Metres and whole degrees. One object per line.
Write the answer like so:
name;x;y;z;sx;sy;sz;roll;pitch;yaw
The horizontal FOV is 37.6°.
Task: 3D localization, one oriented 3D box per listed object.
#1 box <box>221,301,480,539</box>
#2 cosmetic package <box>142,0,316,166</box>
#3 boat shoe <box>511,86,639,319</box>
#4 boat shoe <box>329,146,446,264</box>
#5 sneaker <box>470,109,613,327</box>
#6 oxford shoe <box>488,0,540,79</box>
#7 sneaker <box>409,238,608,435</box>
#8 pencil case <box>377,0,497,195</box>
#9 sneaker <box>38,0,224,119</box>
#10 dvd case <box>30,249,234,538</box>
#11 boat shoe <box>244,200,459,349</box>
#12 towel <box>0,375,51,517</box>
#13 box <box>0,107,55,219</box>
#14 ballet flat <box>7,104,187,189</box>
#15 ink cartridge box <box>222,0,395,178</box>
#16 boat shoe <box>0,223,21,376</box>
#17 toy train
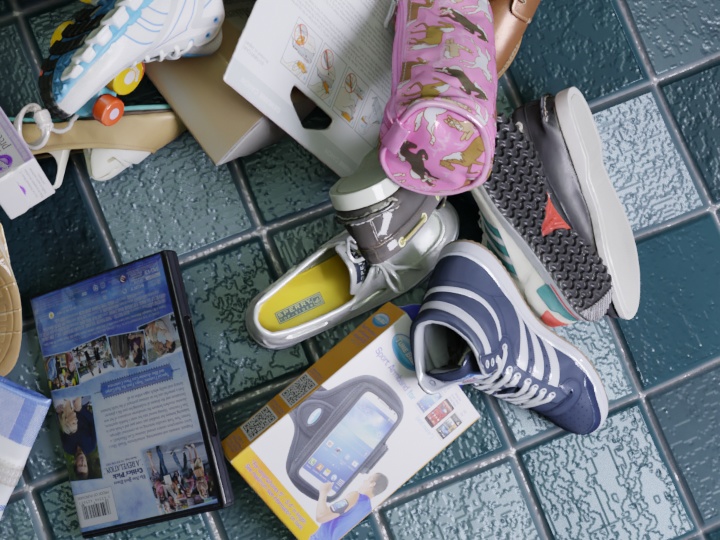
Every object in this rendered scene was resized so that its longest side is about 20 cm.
box;0.003;0.119;0.838;0.200;0.041;0.119;-39;114;-6
cosmetic package;-0.128;-0.191;0.852;0.071;0.105;0.200;-40;88;34
boat shoe;0.181;-0.051;0.889;0.060;0.074;0.200;-14;103;32
boat shoe;0.035;-0.066;0.834;0.072;0.201;0.061;-12;107;28
sneaker;0.116;-0.035;0.858;0.070;0.093;0.200;-40;99;-35
oxford shoe;0.124;-0.240;0.906;0.071;0.071;0.200;28;83;-3
sneaker;0.113;0.081;0.825;0.200;0.070;0.109;49;41;-14
pencil case;0.058;-0.143;0.787;0.086;0.083;0.200;-4;44;8
sneaker;-0.141;-0.171;0.743;0.087;0.075;0.200;49;63;-33
dvd case;-0.180;0.098;0.824;0.142;0.018;0.200;-17;83;24
boat shoe;-0.003;-0.004;0.853;0.202;0.086;0.075;-27;86;-9
towel;-0.342;0.158;0.813;0.147;0.024;0.200;26;94;-2
box;-0.295;-0.119;0.809;0.039;0.041;0.200;-34;56;-12
ballet flat;-0.233;-0.099;0.862;0.200;0.069;0.063;-3;91;4
ink cartridge box;-0.030;-0.181;0.828;0.043;0.200;0.174;17;79;35
boat shoe;-0.307;-0.013;0.828;0.074;0.069;0.200;-8;111;-9
toy train;-0.230;-0.200;0.811;0.150;0.056;0.200;-9;96;29
